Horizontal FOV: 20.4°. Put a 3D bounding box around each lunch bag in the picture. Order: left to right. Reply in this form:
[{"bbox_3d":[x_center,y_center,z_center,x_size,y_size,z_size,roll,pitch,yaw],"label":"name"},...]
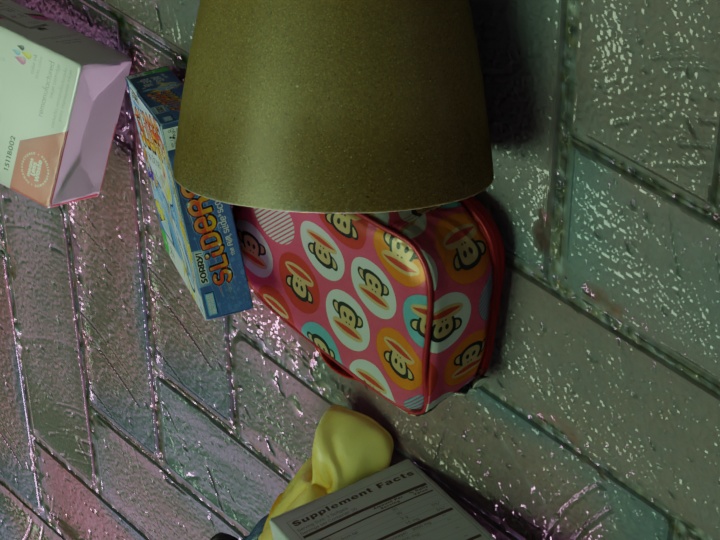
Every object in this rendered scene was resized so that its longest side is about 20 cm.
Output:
[{"bbox_3d":[0.000,0.000,1.287,0.200,0.082,0.177,37,141,33],"label":"lunch bag"}]

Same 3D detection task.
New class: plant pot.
[{"bbox_3d":[-0.013,-0.151,1.128,0.186,0.186,0.201,20,114,47],"label":"plant pot"}]

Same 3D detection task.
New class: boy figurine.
[{"bbox_3d":[-0.049,0.176,1.460,0.064,0.124,0.200,39,126,0],"label":"boy figurine"}]

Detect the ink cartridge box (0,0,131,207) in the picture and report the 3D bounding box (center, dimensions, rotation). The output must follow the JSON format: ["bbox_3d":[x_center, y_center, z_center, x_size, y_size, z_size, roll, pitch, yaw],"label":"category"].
[{"bbox_3d":[-0.281,-0.142,1.516,0.199,0.067,0.117,26,112,24],"label":"ink cartridge box"}]

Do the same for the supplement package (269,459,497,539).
[{"bbox_3d":[0.038,0.234,1.340,0.200,0.117,0.117,37,144,58],"label":"supplement package"}]

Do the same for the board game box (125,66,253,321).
[{"bbox_3d":[-0.119,-0.058,1.372,0.200,0.034,0.136,-134,31,-71],"label":"board game box"}]
